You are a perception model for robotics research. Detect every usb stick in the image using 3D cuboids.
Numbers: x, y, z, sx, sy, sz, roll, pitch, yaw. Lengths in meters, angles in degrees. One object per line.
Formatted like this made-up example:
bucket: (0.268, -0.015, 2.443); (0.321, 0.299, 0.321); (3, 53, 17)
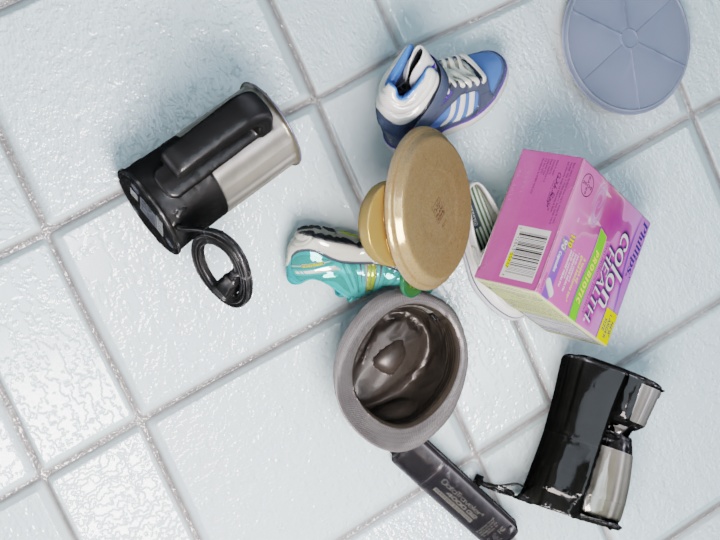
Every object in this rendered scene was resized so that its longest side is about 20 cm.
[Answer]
usb stick: (0.120, 0.281, 1.729); (0.055, 0.033, 0.200); (-42, 106, 18)

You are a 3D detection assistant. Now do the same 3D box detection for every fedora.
fedora: (0.038, 0.119, 1.671); (0.176, 0.090, 0.201); (36, 75, -18)

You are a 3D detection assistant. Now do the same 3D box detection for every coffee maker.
coffee maker: (0.274, 0.211, 1.740); (0.190, 0.134, 0.202); (20, 83, -19)

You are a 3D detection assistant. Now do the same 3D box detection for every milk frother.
milk frother: (-0.142, -0.086, 1.551); (0.187, 0.180, 0.201); (-37, 100, -16)

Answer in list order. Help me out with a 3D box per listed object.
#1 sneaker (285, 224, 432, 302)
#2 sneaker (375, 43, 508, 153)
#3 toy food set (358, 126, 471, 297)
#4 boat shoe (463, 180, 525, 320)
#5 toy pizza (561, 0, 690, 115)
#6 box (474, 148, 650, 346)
sneaker: (0.000, 0.000, 1.677); (0.198, 0.078, 0.081); (13, 107, -18)
sneaker: (0.103, -0.236, 1.660); (0.199, 0.147, 0.081); (-36, 65, -13)
toy food set: (0.074, -0.070, 1.618); (0.198, 0.048, 0.202); (49, 51, -46)
boat shoe: (0.167, -0.023, 1.732); (0.073, 0.067, 0.201); (-35, 102, -17)
toy pizza: (0.354, -0.310, 1.823); (0.198, 0.032, 0.203); (0, 91, -20)
box: (0.258, -0.026, 1.707); (0.200, 0.096, 0.178); (34, 75, -48)
